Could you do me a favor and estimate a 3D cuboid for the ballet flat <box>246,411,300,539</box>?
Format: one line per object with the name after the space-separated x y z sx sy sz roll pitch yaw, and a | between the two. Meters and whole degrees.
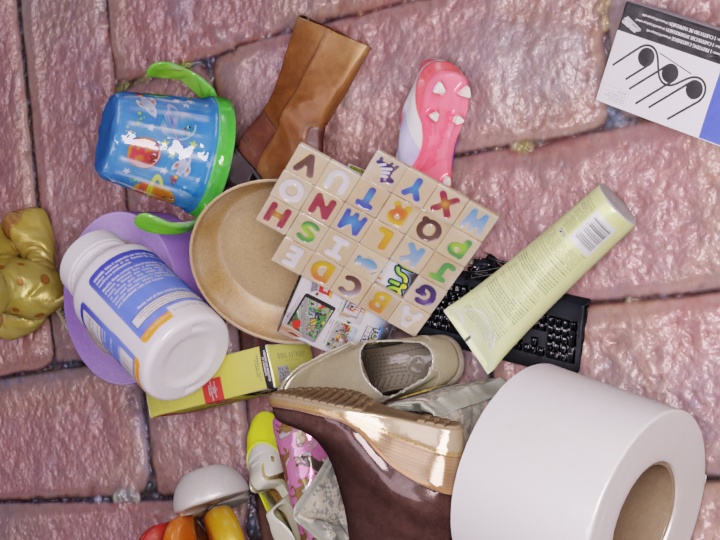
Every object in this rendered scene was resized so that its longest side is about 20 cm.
-0.084 0.243 1.601 0.067 0.067 0.201 -37 68 32 | ballet flat

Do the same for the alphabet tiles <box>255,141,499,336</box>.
0.007 -0.039 1.431 0.199 0.008 0.168 28 124 -9 | alphabet tiles

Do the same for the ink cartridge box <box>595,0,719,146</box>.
0.307 -0.161 1.287 0.199 0.044 0.095 27 110 35 | ink cartridge box

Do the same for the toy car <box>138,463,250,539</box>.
-0.174 0.312 1.596 0.149 0.200 0.176 -18 78 -8 | toy car

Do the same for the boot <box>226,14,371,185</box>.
-0.036 -0.148 1.575 0.188 0.068 0.201 37 104 37 | boot

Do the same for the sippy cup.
-0.220 -0.137 1.634 0.178 0.129 0.140 -113 41 -55 | sippy cup

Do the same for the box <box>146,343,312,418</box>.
-0.147 0.121 1.647 0.199 0.075 0.051 -15 82 37 | box

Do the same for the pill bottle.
-0.241 0.041 1.613 0.200 0.112 0.113 41 115 35 | pill bottle

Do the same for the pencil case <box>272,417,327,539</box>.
-0.031 0.237 1.543 0.083 0.086 0.201 136 121 -72 | pencil case

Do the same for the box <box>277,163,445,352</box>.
0.000 0.000 1.485 0.109 0.035 0.201 22 124 -5 | box

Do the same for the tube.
0.167 0.003 1.382 0.200 0.052 0.058 -44 25 19 | tube

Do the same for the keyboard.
0.127 0.035 1.443 0.199 0.040 0.105 12 99 38 | keyboard

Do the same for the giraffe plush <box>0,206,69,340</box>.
-0.459 0.020 1.842 0.200 0.162 0.173 41 115 32 | giraffe plush

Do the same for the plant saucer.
-0.076 -0.015 1.532 0.199 0.036 0.201 5 124 7 | plant saucer

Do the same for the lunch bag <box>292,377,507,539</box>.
0.054 0.183 1.424 0.118 0.164 0.201 43 115 24 | lunch bag

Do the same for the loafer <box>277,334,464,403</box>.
0.002 0.103 1.475 0.199 0.068 0.076 -19 71 12 | loafer

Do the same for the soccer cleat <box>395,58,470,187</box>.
0.060 -0.114 1.490 0.077 0.066 0.201 -121 43 -61 | soccer cleat

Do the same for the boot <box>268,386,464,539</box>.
-0.003 0.198 1.321 0.199 0.072 0.168 12 101 25 | boot

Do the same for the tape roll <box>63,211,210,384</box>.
-0.261 0.032 1.744 0.199 0.065 0.202 2 92 40 | tape roll

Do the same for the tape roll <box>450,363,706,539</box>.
0.190 0.196 1.290 0.139 0.202 0.204 17 102 37 | tape roll
